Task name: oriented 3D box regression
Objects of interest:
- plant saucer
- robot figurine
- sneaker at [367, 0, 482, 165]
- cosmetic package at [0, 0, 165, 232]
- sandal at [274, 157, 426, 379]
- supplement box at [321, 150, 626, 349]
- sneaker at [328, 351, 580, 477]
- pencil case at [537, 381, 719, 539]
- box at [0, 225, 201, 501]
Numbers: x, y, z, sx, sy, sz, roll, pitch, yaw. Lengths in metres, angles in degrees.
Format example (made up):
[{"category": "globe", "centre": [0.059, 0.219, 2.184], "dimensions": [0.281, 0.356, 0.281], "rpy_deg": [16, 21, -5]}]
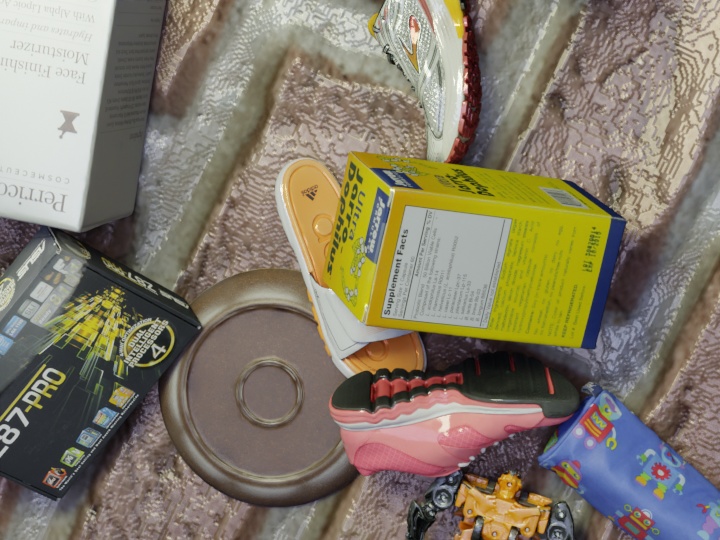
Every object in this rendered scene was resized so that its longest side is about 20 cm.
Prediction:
[{"category": "plant saucer", "centre": [-0.073, 0.100, 1.787], "dimensions": [0.199, 0.032, 0.202], "rpy_deg": [1, 96, 6]}, {"category": "robot figurine", "centre": [0.097, 0.256, 1.766], "dimensions": [0.144, 0.058, 0.201], "rpy_deg": [17, 98, 5]}, {"category": "sneaker", "centre": [0.051, -0.178, 1.727], "dimensions": [0.082, 0.078, 0.202], "rpy_deg": [-8, 85, 12]}, {"category": "cosmetic package", "centre": [-0.263, -0.146, 1.718], "dimensions": [0.164, 0.165, 0.202], "rpy_deg": [10, 97, 7]}, {"category": "sandal", "centre": [-0.007, 0.003, 1.740], "dimensions": [0.079, 0.059, 0.208], "rpy_deg": [-27, 91, -25]}, {"category": "supplement box", "centre": [0.086, -0.016, 1.671], "dimensions": [0.199, 0.110, 0.110], "rpy_deg": [7, 106, -21]}, {"category": "sneaker", "centre": [0.078, 0.122, 1.726], "dimensions": [0.199, 0.074, 0.087], "rpy_deg": [-5, 119, 8]}, {"category": "pencil case", "centre": [0.238, 0.178, 1.731], "dimensions": [0.200, 0.087, 0.078], "rpy_deg": [39, 141, 3]}, {"category": "box", "centre": [-0.250, 0.077, 1.751], "dimensions": [0.161, 0.049, 0.200], "rpy_deg": [33, 103, -38]}]
